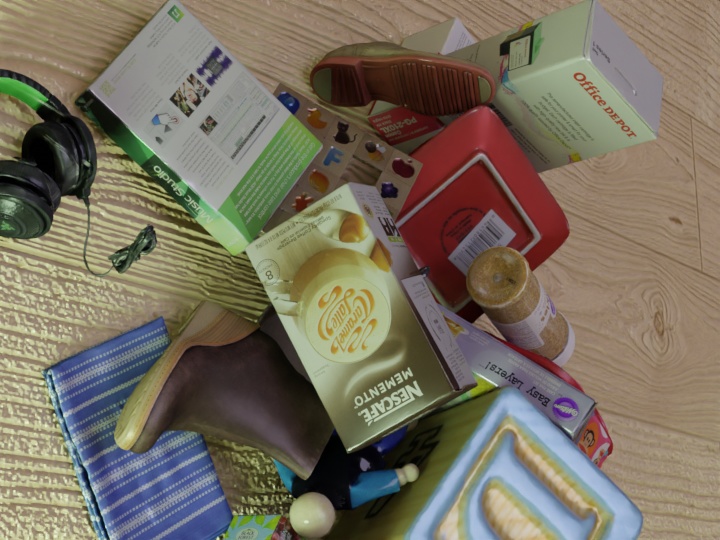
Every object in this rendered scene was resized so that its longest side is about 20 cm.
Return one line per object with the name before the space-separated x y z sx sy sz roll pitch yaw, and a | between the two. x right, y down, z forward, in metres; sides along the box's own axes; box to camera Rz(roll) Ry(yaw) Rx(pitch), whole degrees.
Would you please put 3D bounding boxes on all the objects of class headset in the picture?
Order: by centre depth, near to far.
headset | -0.250 -0.078 1.100 0.200 0.094 0.124 49 46 -13

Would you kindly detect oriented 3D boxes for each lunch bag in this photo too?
lunch bag | 0.168 0.149 1.474 0.082 0.175 0.200 -54 140 -17

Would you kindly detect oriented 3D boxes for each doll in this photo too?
doll | -0.009 0.173 1.247 0.200 0.135 0.049 -47 142 -55

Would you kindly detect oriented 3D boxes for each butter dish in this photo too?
butter dish | 0.086 -0.062 1.466 0.200 0.148 0.200 -40 118 -2

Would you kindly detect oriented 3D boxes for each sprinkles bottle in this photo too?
sprinkles bottle | 0.170 0.044 1.436 0.200 0.068 0.069 46 44 -58

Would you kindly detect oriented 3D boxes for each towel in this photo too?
towel | -0.183 0.154 1.166 0.144 0.024 0.202 -25 98 -51

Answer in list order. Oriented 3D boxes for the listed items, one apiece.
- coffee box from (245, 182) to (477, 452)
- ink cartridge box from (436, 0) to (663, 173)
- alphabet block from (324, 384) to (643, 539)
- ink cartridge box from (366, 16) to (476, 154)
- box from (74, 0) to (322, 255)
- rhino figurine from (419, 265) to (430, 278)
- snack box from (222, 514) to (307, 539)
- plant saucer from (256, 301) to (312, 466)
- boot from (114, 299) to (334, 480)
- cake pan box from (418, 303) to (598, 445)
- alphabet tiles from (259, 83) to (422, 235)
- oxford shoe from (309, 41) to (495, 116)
coffee box | 0.002 0.040 1.198 0.201 0.114 0.080 62 16 9
ink cartridge box | 0.199 -0.185 1.448 0.145 0.199 0.085 38 53 -35
alphabet block | 0.106 0.254 1.278 0.195 0.200 0.197 45 59 -6
ink cartridge box | 0.115 -0.160 1.563 0.200 0.084 0.145 49 47 -28
box | -0.143 -0.132 1.248 0.200 0.036 0.145 44 53 -13
rhino figurine | 0.000 0.000 1.346 0.198 0.060 0.088 24 27 -13
snack box | -0.081 0.342 1.189 0.169 0.067 0.201 52 48 -31
plant saucer | -0.048 0.116 1.331 0.199 0.032 0.202 18 66 -47
boot | -0.105 0.123 1.170 0.166 0.072 0.200 39 36 -6
cake pan box | 0.124 0.142 1.352 0.183 0.201 0.052 34 60 14
alphabet tiles | -0.055 -0.092 1.317 0.199 0.008 0.168 29 55 -2
oxford shoe | 0.049 -0.211 1.421 0.075 0.198 0.071 -62 154 -44
